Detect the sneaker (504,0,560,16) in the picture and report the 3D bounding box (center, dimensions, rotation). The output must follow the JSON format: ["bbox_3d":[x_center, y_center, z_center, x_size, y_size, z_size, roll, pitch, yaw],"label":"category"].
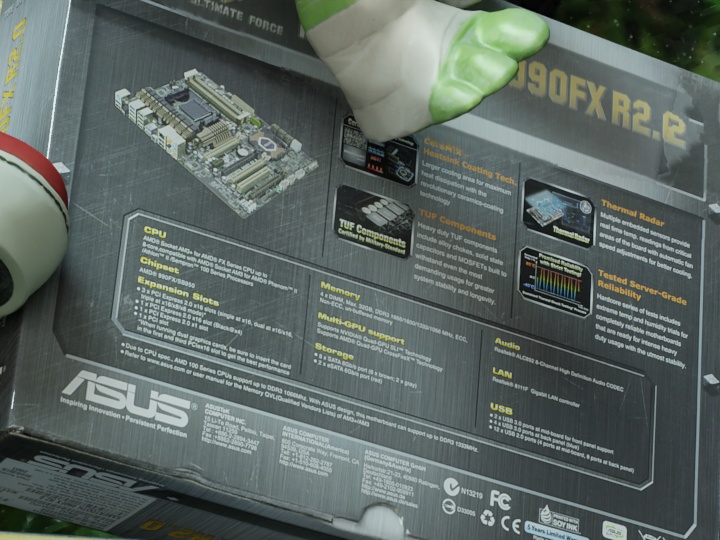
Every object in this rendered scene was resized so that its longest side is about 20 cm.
[{"bbox_3d":[0.019,-0.152,0.797,0.080,0.201,0.074,18,44,19],"label":"sneaker"}]

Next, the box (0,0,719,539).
[{"bbox_3d":[0.000,0.000,0.734,0.199,0.048,0.159,17,61,-25],"label":"box"}]

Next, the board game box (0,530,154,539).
[{"bbox_3d":[-0.007,0.130,0.644,0.198,0.035,0.137,5,79,-13],"label":"board game box"}]

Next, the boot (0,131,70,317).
[{"bbox_3d":[-0.143,-0.071,0.681,0.199,0.073,0.145,15,59,15],"label":"boot"}]

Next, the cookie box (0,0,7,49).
[{"bbox_3d":[-0.126,-0.145,0.820,0.170,0.075,0.201,25,59,4],"label":"cookie box"}]

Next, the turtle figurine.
[{"bbox_3d":[-0.001,-0.144,0.660,0.200,0.144,0.194,-37,110,2],"label":"turtle figurine"}]
